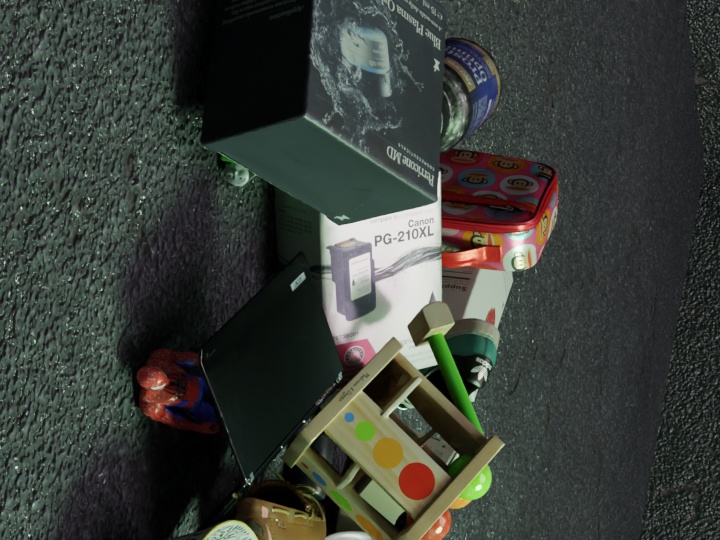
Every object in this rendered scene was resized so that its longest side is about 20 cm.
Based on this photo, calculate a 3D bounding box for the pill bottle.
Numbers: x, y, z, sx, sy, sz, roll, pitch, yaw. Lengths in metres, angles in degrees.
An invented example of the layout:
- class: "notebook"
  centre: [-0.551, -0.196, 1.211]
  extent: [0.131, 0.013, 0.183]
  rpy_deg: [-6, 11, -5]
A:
- class: "pill bottle"
  centre: [0.081, -0.190, 1.809]
  extent: [0.200, 0.112, 0.112]
  rpy_deg: [-42, 132, -63]

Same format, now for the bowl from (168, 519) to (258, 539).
- class: "bowl"
  centre: [-0.153, 0.292, 1.275]
  extent: [0.201, 0.094, 0.201]
  rpy_deg: [4, 90, -71]

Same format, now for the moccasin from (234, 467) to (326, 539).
- class: "moccasin"
  centre: [-0.077, 0.224, 1.501]
  extent: [0.201, 0.073, 0.078]
  rpy_deg: [10, 85, -72]

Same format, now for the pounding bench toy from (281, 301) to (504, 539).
- class: "pounding bench toy"
  centre: [0.058, 0.145, 1.475]
  extent: [0.200, 0.156, 0.124]
  rpy_deg: [-45, 176, -20]

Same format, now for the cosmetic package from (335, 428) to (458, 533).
- class: "cosmetic package"
  centre: [0.032, 0.264, 1.699]
  extent: [0.073, 0.103, 0.200]
  rpy_deg: [-49, 152, -55]

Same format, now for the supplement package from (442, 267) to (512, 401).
- class: "supplement package"
  centre: [0.092, 0.035, 1.865]
  extent: [0.121, 0.119, 0.200]
  rpy_deg: [76, 27, -42]

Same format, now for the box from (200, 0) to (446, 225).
- class: "box"
  centre: [-0.026, -0.171, 1.406]
  extent: [0.197, 0.117, 0.201]
  rpy_deg: [29, 58, -48]

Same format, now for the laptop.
- class: "laptop"
  centre: [-0.101, 0.115, 1.368]
  extent: [0.200, 0.103, 0.177]
  rpy_deg: [-49, 178, 40]

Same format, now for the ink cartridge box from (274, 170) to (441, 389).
- class: "ink cartridge box"
  centre: [0.000, 0.000, 1.570]
  extent: [0.144, 0.084, 0.201]
  rpy_deg: [-12, 108, -34]

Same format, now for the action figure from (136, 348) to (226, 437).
- class: "action figure"
  centre: [-0.137, 0.104, 1.357]
  extent: [0.200, 0.052, 0.066]
  rpy_deg: [31, 69, -66]

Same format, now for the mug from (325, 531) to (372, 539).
- class: "mug"
  centre: [-0.010, 0.381, 1.594]
  extent: [0.200, 0.147, 0.176]
  rpy_deg: [-39, 149, -68]

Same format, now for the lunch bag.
- class: "lunch bag"
  centre: [0.110, -0.061, 1.788]
  extent: [0.176, 0.199, 0.082]
  rpy_deg: [-60, 152, -52]

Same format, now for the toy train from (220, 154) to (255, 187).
- class: "toy train"
  centre: [-0.079, -0.126, 1.488]
  extent: [0.200, 0.042, 0.057]
  rpy_deg: [-45, 145, -61]

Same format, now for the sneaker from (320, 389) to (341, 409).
- class: "sneaker"
  centre: [0.009, 0.086, 1.733]
  extent: [0.106, 0.075, 0.200]
  rpy_deg: [70, 39, -57]

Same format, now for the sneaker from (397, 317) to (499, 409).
- class: "sneaker"
  centre: [0.068, 0.120, 1.745]
  extent: [0.071, 0.200, 0.080]
  rpy_deg: [32, 50, -23]

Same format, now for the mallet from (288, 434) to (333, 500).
- class: "mallet"
  centre: [-0.031, 0.215, 1.690]
  extent: [0.200, 0.041, 0.066]
  rpy_deg: [46, 49, -70]
